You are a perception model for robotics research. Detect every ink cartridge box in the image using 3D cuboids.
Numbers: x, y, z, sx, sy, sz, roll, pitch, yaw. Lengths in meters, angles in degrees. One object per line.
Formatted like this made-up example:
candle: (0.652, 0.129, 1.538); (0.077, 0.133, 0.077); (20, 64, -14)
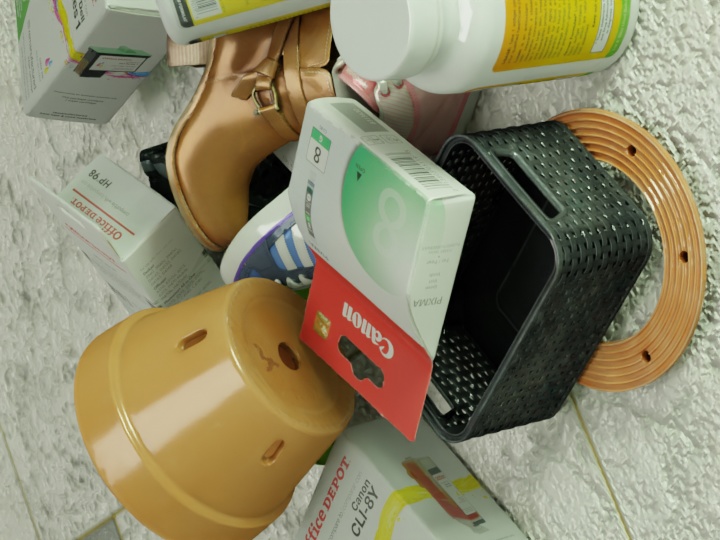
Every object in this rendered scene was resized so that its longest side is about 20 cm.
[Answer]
ink cartridge box: (0.046, 0.230, 1.688); (0.200, 0.083, 0.145); (48, 131, 33)
ink cartridge box: (0.000, 0.000, 1.546); (0.161, 0.050, 0.200); (41, 125, 45)
ink cartridge box: (-0.222, -0.235, 1.864); (0.200, 0.084, 0.145); (-40, 53, 53)
ink cartridge box: (-0.184, -0.019, 1.835); (0.116, 0.067, 0.200); (34, 163, 41)

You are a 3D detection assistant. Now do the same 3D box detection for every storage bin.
storage bin: (0.100, 0.008, 1.533); (0.135, 0.094, 0.200); (52, 135, 30)

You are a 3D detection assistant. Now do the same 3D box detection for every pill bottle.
pill bottle: (0.081, -0.177, 1.455); (0.111, 0.200, 0.111); (15, 110, 48)
pill bottle: (-0.057, -0.242, 1.597); (0.112, 0.200, 0.112); (-15, -90, -89)

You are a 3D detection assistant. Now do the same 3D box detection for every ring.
ring: (0.170, -0.014, 1.531); (0.200, 0.019, 0.201); (17, 113, 48)

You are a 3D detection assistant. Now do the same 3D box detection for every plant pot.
plant pot: (-0.098, 0.098, 1.672); (0.140, 0.200, 0.200); (-35, 71, 30)

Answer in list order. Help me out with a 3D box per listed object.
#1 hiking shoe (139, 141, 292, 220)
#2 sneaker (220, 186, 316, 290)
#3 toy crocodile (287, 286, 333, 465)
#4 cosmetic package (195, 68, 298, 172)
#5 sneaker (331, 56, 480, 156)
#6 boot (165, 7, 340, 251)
hiking shoe: (-0.109, -0.058, 1.830); (0.200, 0.074, 0.087); (21, 128, 54)
sneaker: (-0.010, 0.001, 1.684); (0.200, 0.081, 0.147); (-43, 75, 33)
toy crocodile: (-0.050, 0.062, 1.791); (0.067, 0.062, 0.200); (-11, 86, 50)
cosmetic package: (-0.070, -0.158, 1.762); (0.200, 0.051, 0.083); (47, 132, 33)
sneaker: (0.043, -0.167, 1.581); (0.075, 0.105, 0.200); (43, 128, 38)
boot: (-0.067, -0.112, 1.677); (0.155, 0.077, 0.200); (2, 97, 30)
